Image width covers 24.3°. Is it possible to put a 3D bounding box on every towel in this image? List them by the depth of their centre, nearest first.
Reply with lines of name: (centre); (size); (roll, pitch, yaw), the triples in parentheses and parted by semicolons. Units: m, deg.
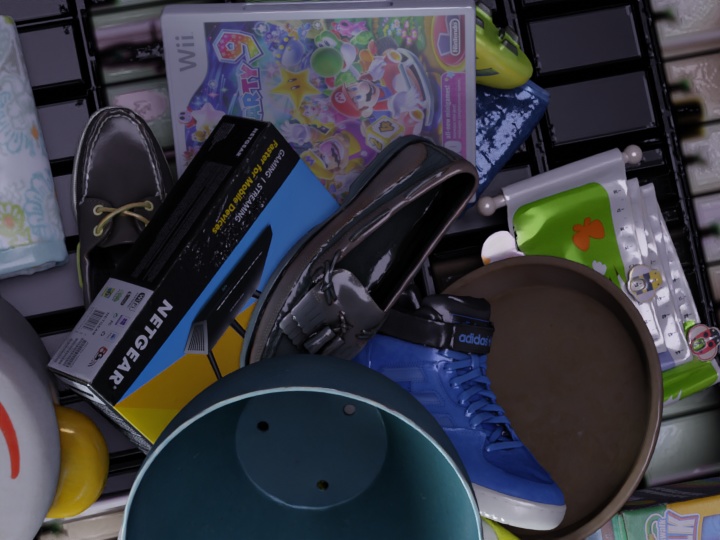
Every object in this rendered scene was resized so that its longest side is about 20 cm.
towel: (-0.303, -0.064, 1.080); (0.199, 0.048, 0.172); (-13, 88, -11)
towel: (0.026, -0.135, 1.145); (0.200, 0.049, 0.112); (40, 80, -5)

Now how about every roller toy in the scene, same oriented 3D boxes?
roller toy: (-0.270, 0.101, 1.005); (0.182, 0.140, 0.200); (-40, 107, -1)

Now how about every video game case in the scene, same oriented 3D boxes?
video game case: (-0.024, -0.106, 1.087); (0.199, 0.018, 0.144); (-1, 123, 3)

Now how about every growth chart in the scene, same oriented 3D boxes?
growth chart: (0.170, 0.015, 1.160); (0.144, 0.018, 0.201); (-28, 100, -12)

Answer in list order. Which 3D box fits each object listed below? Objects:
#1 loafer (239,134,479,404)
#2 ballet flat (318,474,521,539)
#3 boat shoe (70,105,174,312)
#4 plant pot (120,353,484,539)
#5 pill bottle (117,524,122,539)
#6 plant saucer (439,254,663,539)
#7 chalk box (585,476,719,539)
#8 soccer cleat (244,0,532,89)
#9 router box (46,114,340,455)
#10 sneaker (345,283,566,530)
loafer: (0.000, 0.000, 1.044); (0.072, 0.063, 0.200); (45, 74, -38)
ballet flat: (0.034, 0.161, 1.058); (0.200, 0.067, 0.067); (32, 78, 33)
boat shoe: (-0.150, -0.012, 1.095); (0.071, 0.061, 0.203); (-5, 86, -10)
plant pot: (-0.030, 0.129, 0.971); (0.199, 0.135, 0.201); (0, 112, 1)
pill bottle: (-0.063, 0.224, 1.063); (0.199, 0.111, 0.112); (11, 83, -9)
plant saucer: (0.108, 0.090, 1.096); (0.199, 0.029, 0.201); (-10, 70, 29)
chalk box: (0.212, 0.208, 1.109); (0.199, 0.124, 0.125); (-9, 86, -10)
soccer cleat: (0.017, -0.159, 1.100); (0.199, 0.065, 0.084); (23, 111, -11)
router box: (-0.085, 0.025, 1.057); (0.201, 0.051, 0.149); (-57, 133, -18)
sneaker: (0.064, 0.076, 1.064); (0.077, 0.200, 0.112); (13, 104, -48)
